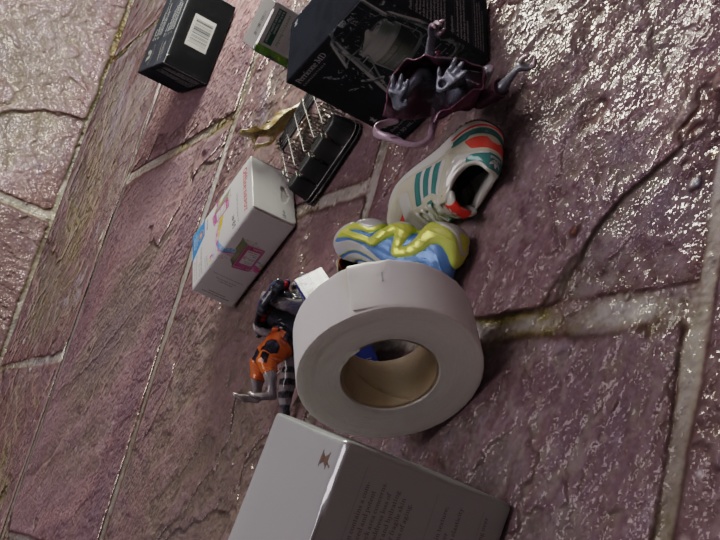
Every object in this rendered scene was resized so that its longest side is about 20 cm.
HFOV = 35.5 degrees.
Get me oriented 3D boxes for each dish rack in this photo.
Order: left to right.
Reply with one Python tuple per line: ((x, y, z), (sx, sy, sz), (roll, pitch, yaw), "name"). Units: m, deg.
((-0.074, -0.216, 1.796), (0.154, 0.054, 0.201), (-53, 27, 21), "dish rack")

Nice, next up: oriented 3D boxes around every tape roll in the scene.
((0.028, 0.085, 1.185), (0.203, 0.201, 0.071), (-48, 30, 31), "tape roll")

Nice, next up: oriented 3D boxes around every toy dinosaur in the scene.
((-0.128, -0.255, 1.915), (0.200, 0.058, 0.101), (-42, -2, -33), "toy dinosaur")

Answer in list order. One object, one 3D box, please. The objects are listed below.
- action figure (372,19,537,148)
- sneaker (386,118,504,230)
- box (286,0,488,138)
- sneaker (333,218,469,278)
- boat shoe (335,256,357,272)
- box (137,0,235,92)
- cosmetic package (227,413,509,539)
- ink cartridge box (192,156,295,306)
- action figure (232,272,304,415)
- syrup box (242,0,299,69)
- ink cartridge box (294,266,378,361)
((0.118, -0.210, 1.340), (0.200, 0.133, 0.150), (-16, -52, -67), "action figure")
((0.097, -0.088, 1.345), (0.200, 0.070, 0.094), (-44, 28, 33), "sneaker")
((0.035, -0.307, 1.503), (0.200, 0.195, 0.125), (-39, 36, 43), "box")
((0.036, -0.004, 1.346), (0.199, 0.075, 0.106), (-3, 65, 44), "sneaker")
((0.000, 0.000, 1.465), (0.071, 0.062, 0.201), (-56, 26, 23), "boat shoe")
((-0.401, -0.530, 2.592), (0.199, 0.117, 0.199), (5, 73, 61), "box")
((0.002, 0.258, 1.090), (0.166, 0.199, 0.169), (7, 74, 63), "cosmetic package")
((-0.195, -0.065, 1.857), (0.200, 0.084, 0.145), (-49, 30, 28), "ink cartridge box")
((-0.108, 0.098, 1.573), (0.200, 0.104, 0.195), (114, -179, -76), "action figure")
((-0.071, -0.333, 1.718), (0.079, 0.199, 0.081), (-61, 25, 10), "syrup box")
((-0.026, 0.079, 1.405), (0.044, 0.095, 0.200), (-25, 27, -7), "ink cartridge box")
